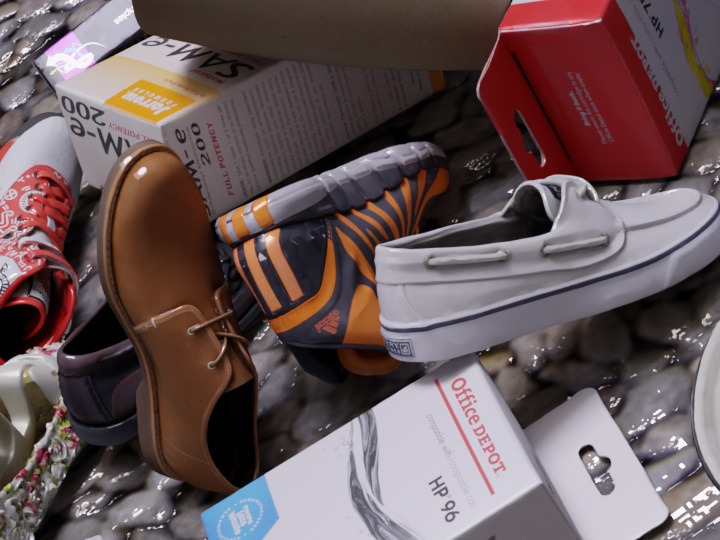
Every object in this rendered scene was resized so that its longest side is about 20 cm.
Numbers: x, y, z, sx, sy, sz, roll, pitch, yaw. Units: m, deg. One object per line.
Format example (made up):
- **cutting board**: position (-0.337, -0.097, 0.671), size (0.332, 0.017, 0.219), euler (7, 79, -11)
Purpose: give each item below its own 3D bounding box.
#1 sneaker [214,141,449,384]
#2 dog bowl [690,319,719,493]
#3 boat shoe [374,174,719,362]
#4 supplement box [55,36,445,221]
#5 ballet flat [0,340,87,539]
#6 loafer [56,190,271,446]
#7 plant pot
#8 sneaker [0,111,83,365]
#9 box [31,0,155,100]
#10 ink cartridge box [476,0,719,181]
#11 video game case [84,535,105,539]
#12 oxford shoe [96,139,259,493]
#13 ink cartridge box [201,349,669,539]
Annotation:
- **sneaker**: position (0.000, 0.000, 1.231), size (0.077, 0.113, 0.200), euler (-23, 1, 36)
- **dog bowl**: position (0.246, 0.058, 0.963), size (0.199, 0.074, 0.201), euler (-22, 36, 17)
- **boat shoe**: position (0.095, -0.015, 1.120), size (0.199, 0.066, 0.072), euler (-17, 18, -18)
- **supplement box**: position (-0.066, -0.112, 1.364), size (0.199, 0.074, 0.126), euler (-31, 31, -28)
- **ballet flat**: position (-0.194, 0.093, 1.270), size (0.075, 0.064, 0.201), euler (-6, 37, 16)
- **loafer**: position (-0.104, 0.013, 1.290), size (0.071, 0.063, 0.200), euler (10, 47, 33)
- **plant pot**: position (0.001, -0.190, 1.253), size (0.199, 0.188, 0.188), euler (20, 55, 11)
- **sneaker**: position (-0.203, -0.014, 1.410), size (0.107, 0.067, 0.202), euler (-1, 52, 46)
- **box**: position (-0.107, -0.160, 1.449), size (0.199, 0.143, 0.036), euler (-37, 72, -4)
- **ink cartridge box**: position (0.143, -0.131, 1.228), size (0.067, 0.116, 0.201), euler (-2, 47, 36)
- **video game case**: position (-0.193, 0.237, 1.158), size (0.142, 0.017, 0.201), euler (-24, 36, 15)
- **oxford shoe**: position (-0.084, 0.026, 1.173), size (0.071, 0.201, 0.071), euler (-31, 34, -34)
- **ink cartridge box**: position (0.033, 0.117, 1.070), size (0.199, 0.068, 0.116), euler (-32, 35, 3)
